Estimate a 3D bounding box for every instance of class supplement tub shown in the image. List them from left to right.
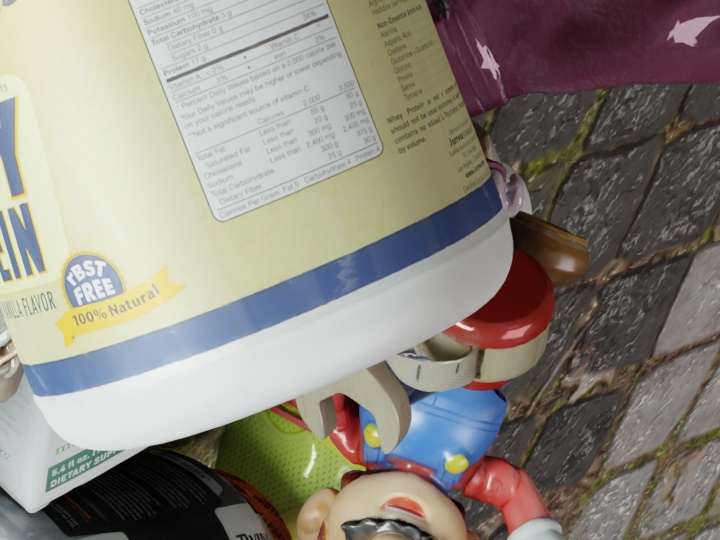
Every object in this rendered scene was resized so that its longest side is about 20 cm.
[{"bbox_3d":[-0.111,0.135,1.117,0.200,0.122,0.123,-6,129,-61],"label":"supplement tub"},{"bbox_3d":[-0.054,-0.066,0.791,0.144,0.201,0.144,-21,-174,2],"label":"supplement tub"}]

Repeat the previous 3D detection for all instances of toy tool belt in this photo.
[{"bbox_3d":[0.000,0.000,1.055,0.124,0.200,0.123,-23,141,-26],"label":"toy tool belt"}]

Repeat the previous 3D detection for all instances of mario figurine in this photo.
[{"bbox_3d":[0.027,0.072,1.130,0.106,0.123,0.201,9,97,-50],"label":"mario figurine"}]

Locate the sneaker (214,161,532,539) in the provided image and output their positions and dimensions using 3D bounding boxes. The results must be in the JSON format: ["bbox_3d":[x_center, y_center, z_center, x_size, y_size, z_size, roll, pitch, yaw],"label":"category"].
[{"bbox_3d":[-0.009,0.024,1.208,0.201,0.078,0.090,-60,151,-6],"label":"sneaker"}]

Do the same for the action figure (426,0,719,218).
[{"bbox_3d":[0.031,-0.085,0.939,0.199,0.135,0.149,-24,-177,12],"label":"action figure"}]

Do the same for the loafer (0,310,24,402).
[{"bbox_3d":[-0.138,0.024,0.905,0.199,0.063,0.072,-30,-162,10],"label":"loafer"}]

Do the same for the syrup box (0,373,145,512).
[{"bbox_3d":[-0.103,-0.021,1.000,0.079,0.081,0.201,-29,147,-37],"label":"syrup box"}]
